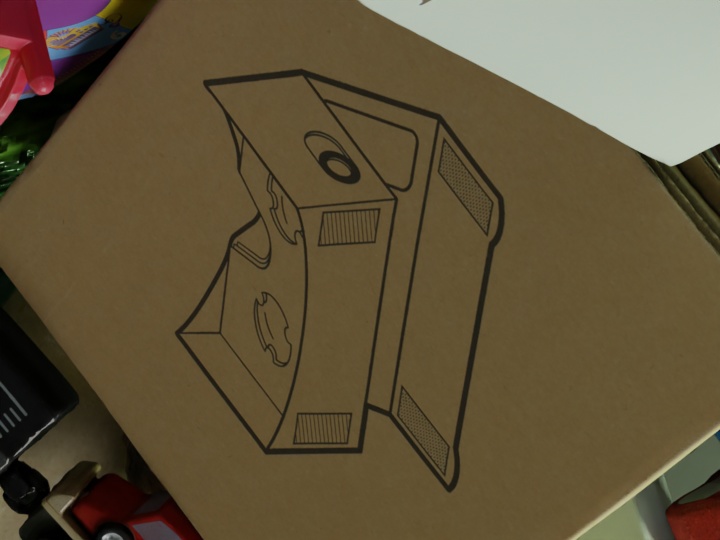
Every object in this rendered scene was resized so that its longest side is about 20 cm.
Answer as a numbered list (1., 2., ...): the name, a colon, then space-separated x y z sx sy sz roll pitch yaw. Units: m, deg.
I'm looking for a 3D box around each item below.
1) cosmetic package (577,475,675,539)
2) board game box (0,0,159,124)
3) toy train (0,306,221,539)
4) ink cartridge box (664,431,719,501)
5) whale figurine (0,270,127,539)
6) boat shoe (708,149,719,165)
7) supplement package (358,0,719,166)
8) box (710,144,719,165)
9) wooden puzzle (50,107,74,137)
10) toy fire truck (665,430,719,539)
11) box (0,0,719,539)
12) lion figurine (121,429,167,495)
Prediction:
1. cosmetic package: 0.060 0.108 1.015 0.101 0.201 0.071 -22 161 13
2. board game box: -0.128 -0.043 0.676 0.199 0.039 0.158 -13 161 -10
3. toy train: -0.056 0.079 0.787 0.046 0.200 0.034 -41 -178 13
4. ink cartridge box: 0.186 0.123 1.166 0.084 0.201 0.146 -8 159 -25
5. whale figurine: -0.097 0.046 0.893 0.200 0.104 0.160 -30 139 -34
6. boat shoe: 0.150 -0.062 0.823 0.199 0.067 0.074 -14 161 -10
7. supplement package: 0.098 -0.121 0.546 0.199 0.111 0.156 -24 160 22
8. box: 0.184 -0.060 0.720 0.200 0.100 0.075 -37 135 14
9. wooden puzzle: 0.042 -0.008 0.811 0.185 0.046 0.200 16 178 34
10. toy fire truck: 0.200 0.053 1.000 0.200 0.113 0.168 -21 -177 -41
11. box: 0.000 0.000 0.710 0.021 0.164 0.200 -32 171 -43
12. lion figurine: -0.052 0.115 0.847 0.122 0.073 0.200 30 101 -24
